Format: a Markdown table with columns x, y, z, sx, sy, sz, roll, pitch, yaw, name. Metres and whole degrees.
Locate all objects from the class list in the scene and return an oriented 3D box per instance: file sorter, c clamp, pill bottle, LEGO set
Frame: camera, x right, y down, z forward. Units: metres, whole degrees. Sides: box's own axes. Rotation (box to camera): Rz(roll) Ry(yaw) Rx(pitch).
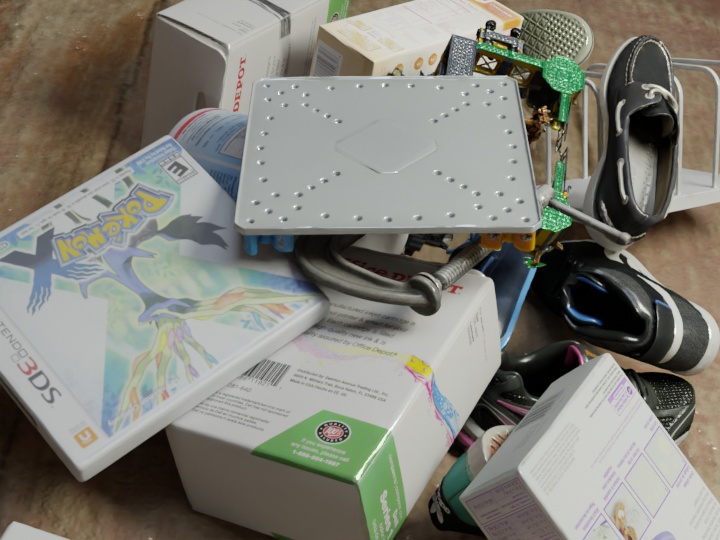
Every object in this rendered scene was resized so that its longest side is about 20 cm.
| x | y | z | sx | sy | sz | roll | pitch | yaw | name |
| --- | --- | --- | --- | --- | --- | --- | --- | --- | --- |
| 0.246 | -0.124 | 1.279 | 0.199 | 0.126 | 0.138 | -11 | 16 | -31 | file sorter |
| 0.060 | -0.024 | 0.952 | 0.170 | 0.027 | 0.199 | 30 | 43 | 31 | c clamp |
| -0.060 | -0.058 | 1.092 | 0.199 | 0.110 | 0.108 | 19 | 32 | 39 | pill bottle |
| 0.097 | -0.085 | 1.124 | 0.152 | 0.116 | 0.202 | 9 | 60 | -12 | LEGO set |

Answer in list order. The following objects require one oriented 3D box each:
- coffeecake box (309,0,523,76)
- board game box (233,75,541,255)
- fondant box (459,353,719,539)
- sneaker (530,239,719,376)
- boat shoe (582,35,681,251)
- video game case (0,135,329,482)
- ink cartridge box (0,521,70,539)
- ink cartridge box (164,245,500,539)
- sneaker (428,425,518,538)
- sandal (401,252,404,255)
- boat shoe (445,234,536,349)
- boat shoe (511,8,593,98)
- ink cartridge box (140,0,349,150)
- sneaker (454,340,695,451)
| x | y | z | sx | sy | sz | roll | pitch | yaw | name |
| --- | --- | --- | --- | --- | --- | --- | --- | --- | --- |
| 0.043 | -0.158 | 1.268 | 0.199 | 0.155 | 0.073 | -23 | 49 | -41 | coffeecake box |
| 0.018 | -0.077 | 0.981 | 0.198 | 0.026 | 0.201 | -1 | 36 | 1 | board game box |
| 0.167 | 0.173 | 0.873 | 0.201 | 0.058 | 0.144 | 53 | 41 | -2 | fondant box |
| 0.179 | 0.013 | 1.101 | 0.111 | 0.074 | 0.200 | 18 | 8 | -40 | sneaker |
| 0.229 | -0.113 | 1.137 | 0.073 | 0.060 | 0.201 | 28 | 61 | -17 | boat shoe |
| -0.152 | 0.016 | 0.917 | 0.199 | 0.022 | 0.182 | -34 | 63 | -25 | video game case |
| -0.128 | 0.236 | 0.741 | 0.198 | 0.084 | 0.146 | 17 | 36 | 3 | ink cartridge box |
| -0.011 | 0.081 | 0.933 | 0.144 | 0.085 | 0.200 | 12 | 43 | 27 | ink cartridge box |
| 0.130 | 0.154 | 0.960 | 0.199 | 0.080 | 0.072 | 15 | 46 | -37 | sneaker |
| 0.000 | 0.000 | 1.148 | 0.075 | 0.043 | 0.200 | 5 | 27 | -25 | sandal |
| 0.104 | -0.004 | 1.143 | 0.068 | 0.085 | 0.200 | 27 | 34 | -1 | boat shoe |
| 0.153 | -0.203 | 1.372 | 0.062 | 0.199 | 0.075 | 5 | 76 | -41 | boat shoe |
| -0.101 | -0.181 | 1.256 | 0.084 | 0.147 | 0.200 | 28 | 37 | 20 | ink cartridge box |
| 0.167 | 0.094 | 1.033 | 0.198 | 0.087 | 0.081 | -4 | 41 | -25 | sneaker |
